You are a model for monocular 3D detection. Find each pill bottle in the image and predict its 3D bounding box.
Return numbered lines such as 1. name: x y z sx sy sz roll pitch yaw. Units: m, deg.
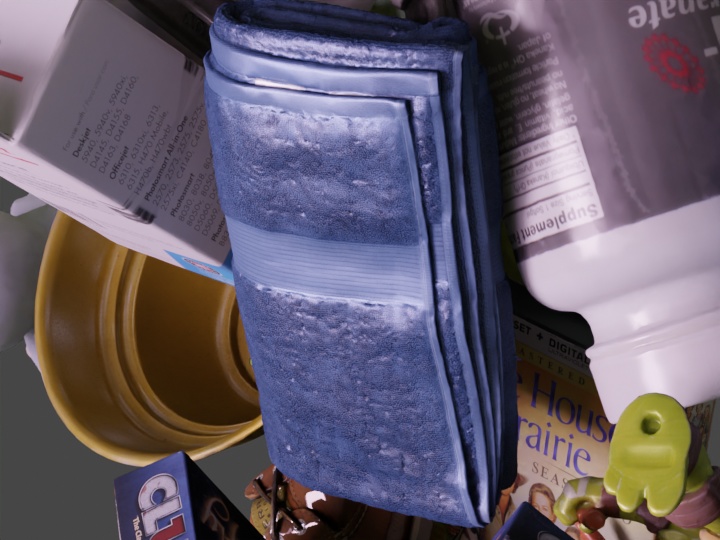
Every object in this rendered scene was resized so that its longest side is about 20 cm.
1. pill bottle: 0.099 -0.051 0.783 0.110 0.110 0.201 -20 86 49

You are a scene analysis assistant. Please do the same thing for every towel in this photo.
1. towel: 0.000 0.000 0.791 0.111 0.049 0.201 10 125 27

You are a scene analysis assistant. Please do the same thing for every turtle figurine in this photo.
1. turtle figurine: 0.152 0.100 0.766 0.199 0.065 0.161 28 166 28

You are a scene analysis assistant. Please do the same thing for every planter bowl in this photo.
1. planter bowl: -0.046 0.002 0.960 0.200 0.083 0.202 -18 59 32

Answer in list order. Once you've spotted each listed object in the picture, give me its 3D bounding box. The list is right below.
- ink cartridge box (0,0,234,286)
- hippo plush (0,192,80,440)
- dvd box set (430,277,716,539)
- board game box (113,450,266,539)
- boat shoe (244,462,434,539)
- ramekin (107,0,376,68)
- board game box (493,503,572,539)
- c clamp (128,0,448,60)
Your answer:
1. ink cartridge box: -0.116 -0.066 0.855 0.116 0.200 0.067 19 81 43
2. hippo plush: -0.157 0.024 1.058 0.200 0.160 0.160 -23 83 49
3. dvd box set: 0.076 0.113 0.919 0.146 0.029 0.201 28 121 41
4. board game box: -0.033 0.182 0.886 0.034 0.200 0.136 -24 48 12
5. boat shoe: -0.016 0.114 0.958 0.201 0.068 0.072 107 157 -44
6. ramekin: -0.076 -0.178 0.919 0.202 0.094 0.204 -6 80 40
7. board game box: 0.097 0.200 0.794 0.200 0.035 0.136 39 114 2
8. c clamp: -0.039 -0.130 0.786 0.200 0.027 0.171 42 139 7
